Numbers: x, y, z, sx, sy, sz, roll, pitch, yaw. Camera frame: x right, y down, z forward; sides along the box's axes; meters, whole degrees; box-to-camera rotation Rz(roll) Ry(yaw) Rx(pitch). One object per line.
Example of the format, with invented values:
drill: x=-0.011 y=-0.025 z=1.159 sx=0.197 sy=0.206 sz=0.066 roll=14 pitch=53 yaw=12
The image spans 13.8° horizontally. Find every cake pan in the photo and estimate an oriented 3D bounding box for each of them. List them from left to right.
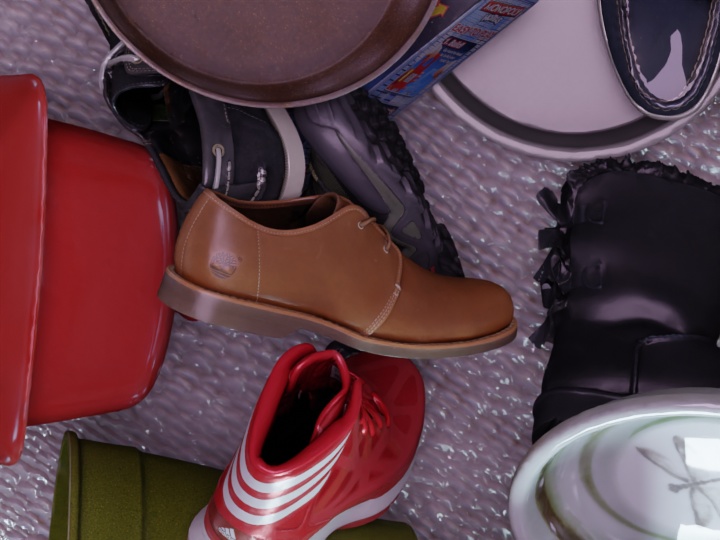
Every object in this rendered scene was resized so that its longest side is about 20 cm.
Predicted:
cake pan: x=0.117 y=-0.159 z=1.617 sx=0.199 sy=0.037 sz=0.201 roll=0 pitch=93 yaw=4

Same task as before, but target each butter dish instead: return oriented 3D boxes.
butter dish: x=-0.148 y=0.001 z=1.587 sx=0.147 sy=0.199 sz=0.201 roll=4 pitch=91 yaw=-21

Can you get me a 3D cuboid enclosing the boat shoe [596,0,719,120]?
boat shoe: x=0.164 y=-0.179 z=1.563 sx=0.075 sy=0.062 sz=0.201 roll=6 pitch=94 yaw=1

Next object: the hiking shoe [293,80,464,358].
hiking shoe: x=-0.009 y=-0.015 z=1.565 sx=0.100 sy=0.076 sz=0.200 roll=-23 pitch=136 yaw=5

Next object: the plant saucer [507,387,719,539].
plant saucer: x=0.176 y=0.112 z=1.507 sx=0.199 sy=0.200 sz=0.050 roll=9 pitch=51 yaw=3

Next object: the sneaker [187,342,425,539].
sneaker: x=-0.006 y=0.075 z=1.522 sx=0.078 sy=0.200 sz=0.116 roll=32 pitch=129 yaw=6

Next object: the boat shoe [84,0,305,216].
boat shoe: x=-0.102 y=-0.105 z=1.534 sx=0.067 sy=0.072 sz=0.200 roll=-11 pitch=52 yaw=-32

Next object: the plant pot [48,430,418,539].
plant pot: x=-0.069 y=0.192 z=1.582 sx=0.192 sy=0.200 sz=0.201 roll=5 pitch=93 yaw=-9

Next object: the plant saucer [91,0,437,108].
plant saucer: x=-0.054 y=-0.175 z=1.501 sx=0.200 sy=0.034 sz=0.201 roll=4 pitch=77 yaw=-17

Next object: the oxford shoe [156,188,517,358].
oxford shoe: x=0.000 y=0.000 z=1.492 sx=0.199 sy=0.071 sz=0.072 roll=10 pitch=103 yaw=-32

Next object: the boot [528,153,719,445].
boot: x=0.182 y=0.030 z=1.580 sx=0.198 sy=0.073 sz=0.163 roll=9 pitch=60 yaw=0

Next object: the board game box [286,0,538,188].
board game box: x=-0.017 y=-0.154 z=1.587 sx=0.199 sy=0.062 sz=0.201 roll=-23 pitch=79 yaw=21
